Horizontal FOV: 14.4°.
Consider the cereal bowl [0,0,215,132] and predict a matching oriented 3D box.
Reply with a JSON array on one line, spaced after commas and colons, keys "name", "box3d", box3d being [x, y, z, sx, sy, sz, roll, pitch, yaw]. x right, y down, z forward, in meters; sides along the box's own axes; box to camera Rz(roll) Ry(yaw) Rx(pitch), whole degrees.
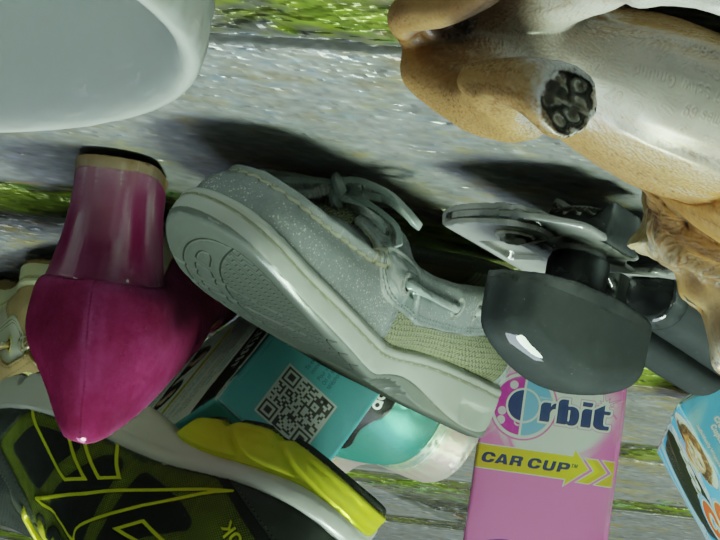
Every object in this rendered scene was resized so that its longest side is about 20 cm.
[{"name": "cereal bowl", "box3d": [-0.116, -0.085, 0.455, 0.199, 0.084, 0.200, 8, 171, 1]}]

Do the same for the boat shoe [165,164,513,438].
[{"name": "boat shoe", "box3d": [0.002, 0.001, 0.953, 0.074, 0.065, 0.202, 25, 175, 33]}]

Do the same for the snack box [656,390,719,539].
[{"name": "snack box", "box3d": [0.195, 0.146, 1.230, 0.037, 0.201, 0.116, -27, 167, -6]}]

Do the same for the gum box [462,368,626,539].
[{"name": "gum box", "box3d": [0.085, 0.116, 1.356, 0.066, 0.114, 0.200, 8, 170, 4]}]

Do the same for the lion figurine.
[{"name": "lion figurine", "box3d": [0.066, -0.038, 0.663, 0.200, 0.073, 0.122, 33, 171, -35]}]

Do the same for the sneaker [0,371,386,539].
[{"name": "sneaker", "box3d": [-0.087, 0.092, 1.016, 0.199, 0.085, 0.075, 4, 147, 42]}]

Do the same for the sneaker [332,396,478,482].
[{"name": "sneaker", "box3d": [-0.025, 0.051, 1.237, 0.080, 0.072, 0.200, 26, 163, -25]}]

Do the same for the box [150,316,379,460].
[{"name": "box", "box3d": [-0.057, 0.064, 1.121, 0.049, 0.082, 0.200, 42, 149, -8]}]

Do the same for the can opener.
[{"name": "can opener", "box3d": [0.088, 0.022, 0.947, 0.053, 0.067, 0.200, 3, 165, 31]}]

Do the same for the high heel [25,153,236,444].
[{"name": "high heel", "box3d": [-0.079, 0.026, 1.024, 0.067, 0.097, 0.200, 8, 170, 2]}]

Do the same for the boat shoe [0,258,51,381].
[{"name": "boat shoe", "box3d": [-0.124, 0.036, 1.210, 0.074, 0.067, 0.200, 11, 170, -19]}]
